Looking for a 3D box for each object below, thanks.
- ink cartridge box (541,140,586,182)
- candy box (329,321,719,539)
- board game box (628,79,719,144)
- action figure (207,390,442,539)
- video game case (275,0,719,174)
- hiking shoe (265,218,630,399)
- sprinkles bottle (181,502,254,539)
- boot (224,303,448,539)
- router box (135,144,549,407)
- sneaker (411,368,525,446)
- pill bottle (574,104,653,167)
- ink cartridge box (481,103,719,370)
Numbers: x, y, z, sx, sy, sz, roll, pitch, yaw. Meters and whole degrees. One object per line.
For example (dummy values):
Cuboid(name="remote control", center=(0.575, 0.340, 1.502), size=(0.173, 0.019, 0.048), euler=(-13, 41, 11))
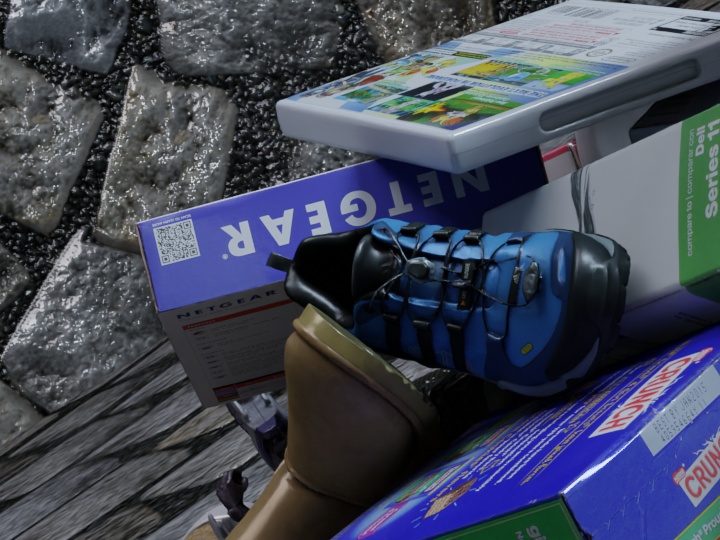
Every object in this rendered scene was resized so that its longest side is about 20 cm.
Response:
Cuboid(name="ink cartridge box", center=(0.152, -0.027, 1.681), size=(0.199, 0.083, 0.146), euler=(-11, -10, -41))
Cuboid(name="candy box", center=(0.085, 0.104, 1.252), size=(0.169, 0.077, 0.200), euler=(-36, 6, -40))
Cuboid(name="board game box", center=(0.258, -0.103, 1.411), size=(0.199, 0.041, 0.200), euler=(-5, 26, 37))
Cuboid(name="action figure", center=(-0.020, 0.102, 1.548), size=(0.130, 0.070, 0.200), euler=(-23, 20, -4))
Cuboid(name="video game case", center=(0.078, -0.092, 1.442), size=(0.182, 0.022, 0.200), euler=(-20, 16, -21))
Cuboid(name="hiking shoe", center=(0.039, 0.014, 1.302), size=(0.086, 0.075, 0.200), euler=(14, -10, -30))
Cuboid(name="sprinkles bottle", center=(-0.084, 0.182, 1.517), size=(0.068, 0.068, 0.200), euler=(-30, 7, 19))
Cuboid(name="boot", center=(-0.045, 0.127, 1.328), size=(0.200, 0.066, 0.175), euler=(-51, -25, -8))
Cuboid(name="router box", center=(0.000, 0.000, 1.483), size=(0.199, 0.049, 0.180), euler=(-15, -18, -1))
Cuboid(name="sneaker", center=(0.071, 0.080, 1.547), size=(0.114, 0.076, 0.199), euler=(-32, 3, 14))
Cuboid(name="pill bottle", center=(0.221, -0.079, 1.581), size=(0.199, 0.110, 0.109), euler=(0, -15, -37))
Cuboid(name="ink cartridge box", center=(0.164, 0.000, 1.328), size=(0.146, 0.084, 0.200), euler=(14, -23, -31))
